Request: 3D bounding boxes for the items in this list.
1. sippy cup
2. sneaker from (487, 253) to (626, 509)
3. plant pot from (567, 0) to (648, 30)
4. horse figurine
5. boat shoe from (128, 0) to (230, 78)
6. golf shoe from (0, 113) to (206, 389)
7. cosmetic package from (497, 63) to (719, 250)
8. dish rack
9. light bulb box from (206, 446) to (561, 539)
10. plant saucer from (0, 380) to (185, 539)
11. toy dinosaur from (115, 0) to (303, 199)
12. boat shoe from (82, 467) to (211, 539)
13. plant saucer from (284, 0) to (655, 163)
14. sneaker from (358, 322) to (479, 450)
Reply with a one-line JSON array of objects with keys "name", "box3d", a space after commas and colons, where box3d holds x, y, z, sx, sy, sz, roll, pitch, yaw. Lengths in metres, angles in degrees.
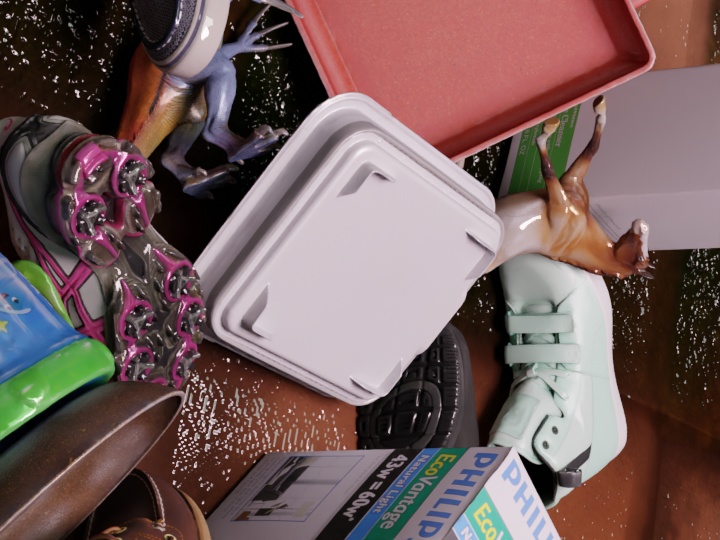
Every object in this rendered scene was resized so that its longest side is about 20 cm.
[{"name": "sippy cup", "box3d": [-0.209, 0.036, 0.869, 0.139, 0.178, 0.131, -36, 86, -11]}, {"name": "sneaker", "box3d": [0.126, 0.068, 1.266, 0.118, 0.073, 0.202, -37, 114, -48]}, {"name": "plant pot", "box3d": [0.138, -0.258, 1.249, 0.200, 0.200, 0.178, -35, 99, -43]}, {"name": "horse figurine", "box3d": [0.098, -0.042, 1.215, 0.050, 0.198, 0.133, -105, -174, -54]}, {"name": "boat shoe", "box3d": [-0.134, -0.201, 1.002, 0.092, 0.075, 0.201, 16, 48, -39]}, {"name": "golf shoe", "box3d": [-0.144, -0.006, 0.987, 0.073, 0.092, 0.201, -44, 140, -30]}, {"name": "cosmetic package", "box3d": [0.209, -0.078, 1.279, 0.085, 0.199, 0.108, 38, 58, -43]}, {"name": "dish rack", "box3d": [0.000, 0.000, 1.085, 0.172, 0.044, 0.200, -52, 141, 6]}, {"name": "light bulb box", "box3d": [0.023, 0.216, 1.049, 0.125, 0.199, 0.199, -46, 118, -40]}, {"name": "plant saucer", "box3d": [-0.168, 0.119, 0.884, 0.032, 0.200, 0.200, 46, 47, 7]}, {"name": "toy dinosaur", "box3d": [-0.099, -0.144, 1.050, 0.199, 0.105, 0.183, -12, 73, -35]}, {"name": "boat shoe", "box3d": [-0.117, 0.168, 0.939, 0.070, 0.070, 0.200, 40, 14, -33]}, {"name": "plant saucer", "box3d": [0.058, -0.177, 1.151, 0.037, 0.198, 0.201, 46, 19, -86]}, {"name": "sneaker", "box3d": [0.049, 0.134, 1.192, 0.091, 0.075, 0.202, 7, 87, -56]}]
